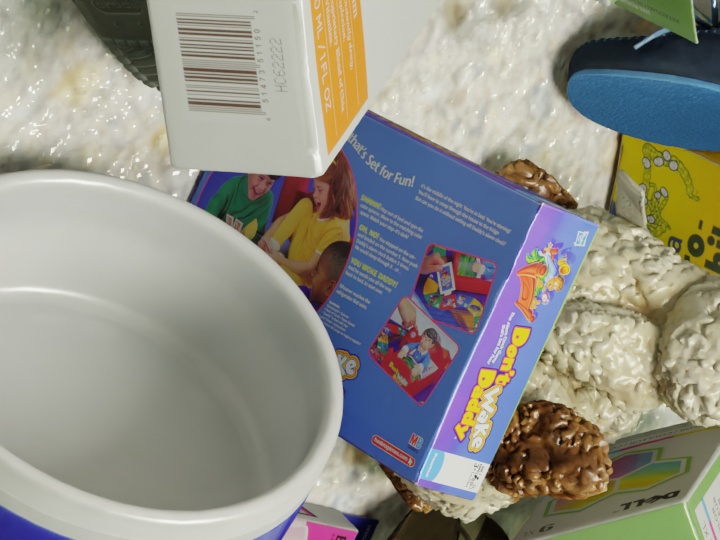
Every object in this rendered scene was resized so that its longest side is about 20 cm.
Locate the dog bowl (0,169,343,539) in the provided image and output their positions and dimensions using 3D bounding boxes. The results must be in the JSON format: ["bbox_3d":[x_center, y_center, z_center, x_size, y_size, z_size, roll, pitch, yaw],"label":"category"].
[{"bbox_3d":[-0.112,0.053,1.138,0.199,0.200,0.079,-13,143,-39],"label":"dog bowl"}]

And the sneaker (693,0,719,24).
[{"bbox_3d":[0.212,-0.216,1.402,0.076,0.081,0.201,-21,126,-37],"label":"sneaker"}]

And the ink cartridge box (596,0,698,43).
[{"bbox_3d":[0.095,-0.193,1.284,0.059,0.104,0.201,-36,133,-24],"label":"ink cartridge box"}]

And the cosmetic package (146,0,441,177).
[{"bbox_3d":[-0.022,-0.131,1.159,0.200,0.071,0.102,-59,148,-54],"label":"cosmetic package"}]

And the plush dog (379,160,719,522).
[{"bbox_3d":[0.087,0.054,1.375,0.161,0.200,0.172,47,64,-12],"label":"plush dog"}]

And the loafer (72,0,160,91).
[{"bbox_3d":[-0.102,-0.153,1.150,0.070,0.075,0.200,-70,152,-24],"label":"loafer"}]

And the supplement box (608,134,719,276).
[{"bbox_3d":[0.242,-0.027,1.511,0.199,0.109,0.110,-10,118,-40],"label":"supplement box"}]

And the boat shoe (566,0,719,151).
[{"bbox_3d":[0.209,-0.104,1.413,0.084,0.199,0.069,91,6,-65],"label":"boat shoe"}]

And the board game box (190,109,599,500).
[{"bbox_3d":[0.000,0.000,1.224,0.045,0.200,0.135,19,98,-48],"label":"board game box"}]

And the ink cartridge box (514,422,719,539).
[{"bbox_3d":[0.147,0.144,1.440,0.060,0.103,0.200,68,25,-9],"label":"ink cartridge box"}]

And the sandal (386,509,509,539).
[{"bbox_3d":[0.009,0.183,1.396,0.200,0.082,0.055,-42,170,-51],"label":"sandal"}]

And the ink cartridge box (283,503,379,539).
[{"bbox_3d":[-0.064,0.162,1.373,0.199,0.037,0.095,17,99,-49],"label":"ink cartridge box"}]
